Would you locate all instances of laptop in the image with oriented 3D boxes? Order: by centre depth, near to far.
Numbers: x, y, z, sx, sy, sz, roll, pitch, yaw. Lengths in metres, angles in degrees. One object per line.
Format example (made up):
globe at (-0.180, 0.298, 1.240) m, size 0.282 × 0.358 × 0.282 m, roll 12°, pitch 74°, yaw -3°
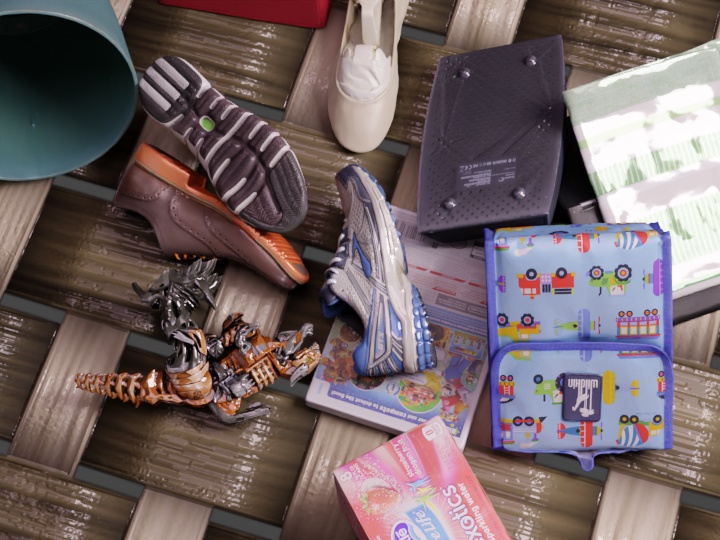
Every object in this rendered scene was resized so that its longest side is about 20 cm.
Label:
laptop at (0.266, -0.059, 1.385) m, size 0.186 × 0.116 × 0.201 m, roll -19°, pitch 94°, yaw -6°

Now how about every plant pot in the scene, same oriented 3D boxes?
plant pot at (-0.309, -0.209, 1.386) m, size 0.199 × 0.201 × 0.162 m, roll -13°, pitch 52°, yaw -3°

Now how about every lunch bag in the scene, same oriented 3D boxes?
lunch bag at (0.180, 0.065, 1.272) m, size 0.149 × 0.094 × 0.201 m, roll -3°, pitch 98°, yaw 5°

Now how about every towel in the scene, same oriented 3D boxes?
towel at (0.274, -0.082, 1.316) m, size 0.152 × 0.023 × 0.201 m, roll -19°, pitch 94°, yaw -5°

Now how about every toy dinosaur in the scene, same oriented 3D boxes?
toy dinosaur at (-0.138, 0.068, 1.304) m, size 0.199 × 0.102 × 0.137 m, roll -9°, pitch 80°, yaw -25°

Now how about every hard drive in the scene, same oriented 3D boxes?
hard drive at (0.122, -0.115, 1.370) m, size 0.134 × 0.042 × 0.201 m, roll -8°, pitch 54°, yaw 24°

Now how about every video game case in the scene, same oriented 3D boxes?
video game case at (0.051, 0.047, 1.341) m, size 0.142 × 0.018 × 0.201 m, roll 17°, pitch 67°, yaw 10°

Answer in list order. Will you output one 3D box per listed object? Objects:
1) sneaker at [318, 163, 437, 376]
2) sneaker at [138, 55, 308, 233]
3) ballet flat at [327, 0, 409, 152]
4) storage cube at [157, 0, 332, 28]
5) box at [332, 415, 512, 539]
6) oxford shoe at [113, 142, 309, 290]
sneaker at (0.000, 0.000, 1.315) m, size 0.085 × 0.077 × 0.201 m, roll -17°, pitch 65°, yaw -1°
sneaker at (-0.105, -0.108, 1.371) m, size 0.076 × 0.115 × 0.200 m, roll -43°, pitch 75°, yaw 6°
ballet flat at (0.006, -0.210, 1.437) m, size 0.069 × 0.070 × 0.201 m, roll 5°, pitch 65°, yaw 5°
storage cube at (-0.103, -0.361, 1.450) m, size 0.199 × 0.180 × 0.172 m, roll 10°, pitch 66°, yaw 8°
box at (0.066, 0.233, 1.210) m, size 0.102 × 0.095 × 0.201 m, roll -27°, pitch 66°, yaw -10°
oxford shoe at (-0.133, -0.032, 1.370) m, size 0.200 × 0.071 × 0.073 m, roll 35°, pitch 95°, yaw 18°
